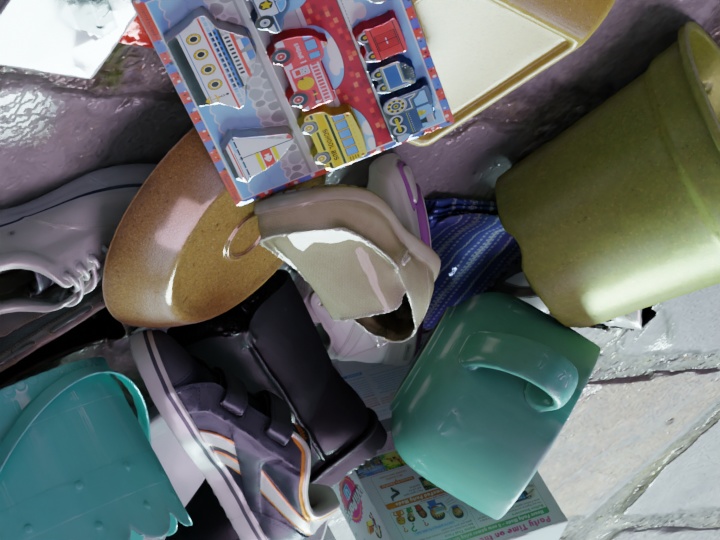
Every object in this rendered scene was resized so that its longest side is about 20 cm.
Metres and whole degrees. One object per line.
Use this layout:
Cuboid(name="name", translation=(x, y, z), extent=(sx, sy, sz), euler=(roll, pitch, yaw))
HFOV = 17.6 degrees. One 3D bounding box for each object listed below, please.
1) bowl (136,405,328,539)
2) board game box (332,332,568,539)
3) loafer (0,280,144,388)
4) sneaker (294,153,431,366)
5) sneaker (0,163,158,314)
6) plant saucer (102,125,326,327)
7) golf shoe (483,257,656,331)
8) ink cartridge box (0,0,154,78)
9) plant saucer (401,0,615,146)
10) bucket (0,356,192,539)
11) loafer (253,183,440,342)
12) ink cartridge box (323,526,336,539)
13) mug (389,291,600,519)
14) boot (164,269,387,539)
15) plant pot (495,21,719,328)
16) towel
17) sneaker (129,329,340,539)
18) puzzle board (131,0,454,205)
Cuboid(name="bowl", translation=(-0.130, 0.175, 1.786), extent=(0.201, 0.090, 0.201), euler=(-9, 107, -30))
Cuboid(name="board game box", translation=(0.050, 0.153, 1.837), extent=(0.147, 0.200, 0.064), euler=(-14, 146, -26))
Cuboid(name="loafer", translation=(-0.185, 0.034, 1.592), extent=(0.200, 0.063, 0.072), euler=(-19, 147, -18))
Cuboid(name="sneaker", translation=(0.000, 0.000, 1.691), extent=(0.100, 0.075, 0.200), euler=(-1, 134, -6))
Cuboid(name="sneaker", translation=(-0.193, -0.009, 1.512), extent=(0.200, 0.071, 0.073), euler=(-20, 148, -17))
Cuboid(name="plant saucer", translation=(-0.085, -0.033, 1.544), extent=(0.200, 0.035, 0.200), euler=(-40, 155, -23))
Cuboid(name="golf shoe", translation=(0.176, 0.018, 1.817), extent=(0.200, 0.095, 0.078), euler=(-36, 154, 16))
Cuboid(name="ink cartridge box", translation=(-0.117, -0.192, 1.336), extent=(0.174, 0.044, 0.200), euler=(5, 135, -43))
Cuboid(name="plant saucer", translation=(0.044, -0.149, 1.478), extent=(0.200, 0.048, 0.200), euler=(-32, 148, 31))
Cuboid(name="bucket", translation=(-0.229, 0.155, 1.602), extent=(0.207, 0.135, 0.207), euler=(-25, 176, -2))
Cuboid(name="loafer", translation=(-0.003, -0.003, 1.549), extent=(0.076, 0.068, 0.200), euler=(-12, 158, 28))
Cuboid(name="ink cartridge box", translation=(-0.135, 0.260, 1.952), extent=(0.200, 0.083, 0.145), euler=(-38, 148, 14))
Cuboid(name="mug", translation=(0.098, 0.082, 1.718), extent=(0.185, 0.114, 0.152), euler=(-60, 179, 37))
Cuboid(name="boot", translation=(-0.098, 0.110, 1.691), extent=(0.200, 0.076, 0.168), euler=(-37, 112, -7))
Cuboid(name="plant pot", translation=(0.208, -0.051, 1.706), extent=(0.184, 0.200, 0.200), euler=(-28, 152, 19))
Cuboid(name="towel", translation=(0.086, 0.001, 1.819), extent=(0.200, 0.024, 0.145), euler=(3, 137, -44))
Cuboid(name="sneaker", translation=(-0.085, 0.109, 1.613), extent=(0.079, 0.078, 0.200), euler=(-29, 118, 3))
Cuboid(name="puzzle board", translation=(-0.035, -0.124, 1.400), extent=(0.151, 0.017, 0.200), euler=(-22, 140, 2))
